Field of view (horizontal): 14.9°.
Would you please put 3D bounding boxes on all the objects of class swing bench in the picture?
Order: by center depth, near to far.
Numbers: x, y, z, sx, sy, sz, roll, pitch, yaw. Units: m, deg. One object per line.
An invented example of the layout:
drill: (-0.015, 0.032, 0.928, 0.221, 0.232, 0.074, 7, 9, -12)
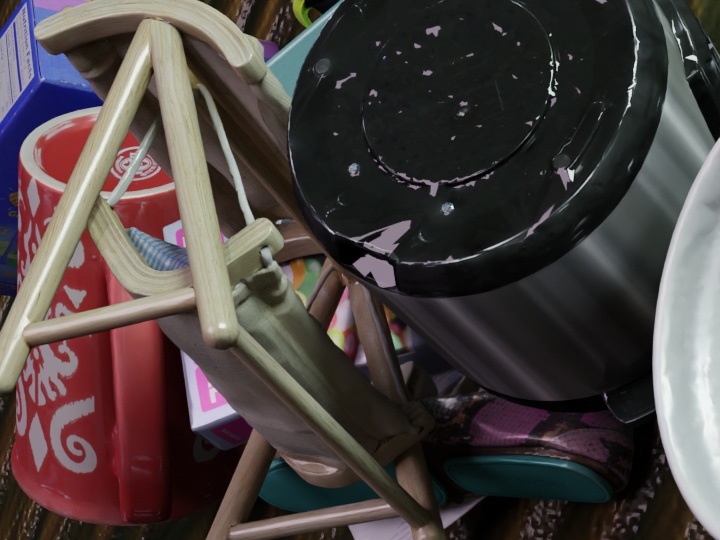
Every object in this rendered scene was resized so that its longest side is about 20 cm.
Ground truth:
swing bench: (-0.054, 0.005, 1.230, 0.129, 0.199, 0.200, -12, 53, 25)

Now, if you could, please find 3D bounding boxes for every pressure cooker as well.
pressure cooker: (0.081, -0.036, 1.193, 0.178, 0.200, 0.176, 11, 71, 33)

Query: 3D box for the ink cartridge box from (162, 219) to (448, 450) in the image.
ink cartridge box: (0.000, 0.000, 1.367, 0.200, 0.042, 0.120, -21, 61, 19)

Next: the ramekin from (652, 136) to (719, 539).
ramekin: (0.210, 0.021, 1.030, 0.200, 0.105, 0.201, -32, 51, 52)

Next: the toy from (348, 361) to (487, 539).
toy: (0.021, 0.045, 1.390, 0.115, 0.047, 0.200, -39, 58, 17)

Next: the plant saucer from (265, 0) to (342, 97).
plant saucer: (-0.001, -0.121, 1.440, 0.200, 0.019, 0.070, -39, 35, -1)

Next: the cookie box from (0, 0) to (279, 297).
cookie box: (-0.161, -0.066, 1.645, 0.200, 0.171, 0.075, -47, 44, 41)

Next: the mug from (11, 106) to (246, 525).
mug: (-0.116, 0.030, 1.504, 0.177, 0.133, 0.200, 34, 133, 44)

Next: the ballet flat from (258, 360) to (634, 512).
ballet flat: (0.042, 0.075, 1.301, 0.200, 0.069, 0.071, -6, 54, 33)

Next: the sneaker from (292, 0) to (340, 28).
sneaker: (0.020, -0.218, 1.479, 0.072, 0.083, 0.200, 40, 113, 57)
